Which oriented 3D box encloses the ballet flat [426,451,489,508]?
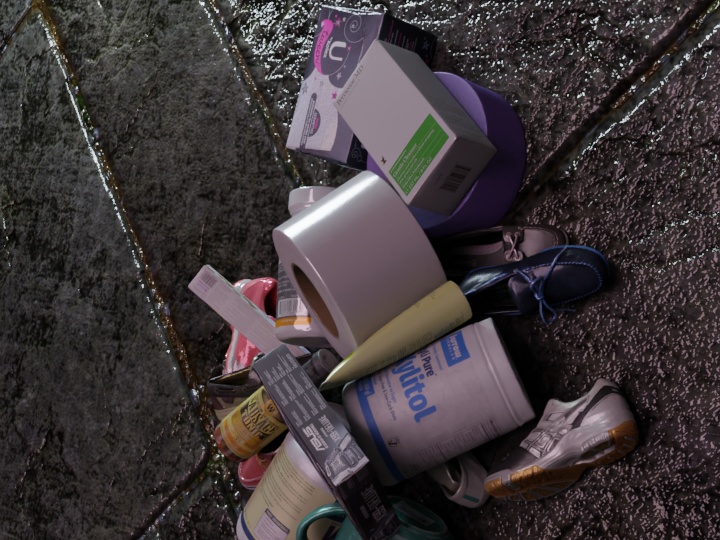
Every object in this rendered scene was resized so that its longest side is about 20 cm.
[{"bbox_3d":[0.087,0.211,1.595,0.070,0.069,0.200,-56,49,19],"label":"ballet flat"}]

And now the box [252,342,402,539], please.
[{"bbox_3d":[-0.037,0.200,1.477,0.049,0.159,0.200,-33,52,-8],"label":"box"}]

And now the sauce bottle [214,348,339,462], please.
[{"bbox_3d":[-0.106,0.171,1.666,0.200,0.066,0.067,-43,55,26],"label":"sauce bottle"}]

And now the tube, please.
[{"bbox_3d":[0.035,0.082,1.491,0.198,0.058,0.052,-32,41,-10],"label":"tube"}]

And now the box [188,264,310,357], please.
[{"bbox_3d":[-0.151,0.071,1.790,0.199,0.039,0.042,40,94,2],"label":"box"}]

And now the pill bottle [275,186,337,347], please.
[{"bbox_3d":[-0.054,-0.003,1.742,0.115,0.115,0.204,-7,75,42],"label":"pill bottle"}]

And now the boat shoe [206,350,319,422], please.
[{"bbox_3d":[-0.127,0.145,1.739,0.199,0.072,0.067,-25,106,30],"label":"boat shoe"}]

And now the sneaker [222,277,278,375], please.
[{"bbox_3d":[-0.143,0.103,1.833,0.086,0.073,0.204,-17,69,38],"label":"sneaker"}]

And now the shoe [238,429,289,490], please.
[{"bbox_3d":[-0.122,0.239,1.769,0.199,0.090,0.072,-36,58,33],"label":"shoe"}]

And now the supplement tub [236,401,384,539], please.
[{"bbox_3d":[-0.056,0.286,1.659,0.145,0.144,0.202,45,112,39],"label":"supplement tub"}]

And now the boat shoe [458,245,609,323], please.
[{"bbox_3d":[0.198,0.029,1.511,0.198,0.069,0.085,-20,110,40],"label":"boat shoe"}]

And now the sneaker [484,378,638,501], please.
[{"bbox_3d":[0.224,0.193,1.473,0.199,0.075,0.089,-31,51,27],"label":"sneaker"}]

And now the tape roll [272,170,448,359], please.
[{"bbox_3d":[0.000,0.000,1.587,0.138,0.204,0.203,-32,51,-12],"label":"tape roll"}]

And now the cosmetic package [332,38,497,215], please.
[{"bbox_3d":[0.063,-0.175,1.573,0.108,0.084,0.201,-54,51,23],"label":"cosmetic package"}]

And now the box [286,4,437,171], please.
[{"bbox_3d":[-0.002,-0.241,1.744,0.131,0.114,0.203,18,93,44],"label":"box"}]

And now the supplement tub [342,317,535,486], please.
[{"bbox_3d":[0.090,0.154,1.510,0.198,0.132,0.133,-26,60,6],"label":"supplement tub"}]

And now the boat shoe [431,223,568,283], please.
[{"bbox_3d":[0.159,-0.018,1.581,0.198,0.057,0.068,-10,74,42],"label":"boat shoe"}]

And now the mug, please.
[{"bbox_3d":[0.030,0.336,1.540,0.116,0.183,0.152,-66,26,10],"label":"mug"}]

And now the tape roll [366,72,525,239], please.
[{"bbox_3d":[0.106,-0.142,1.640,0.198,0.084,0.204,-12,72,41],"label":"tape roll"}]
